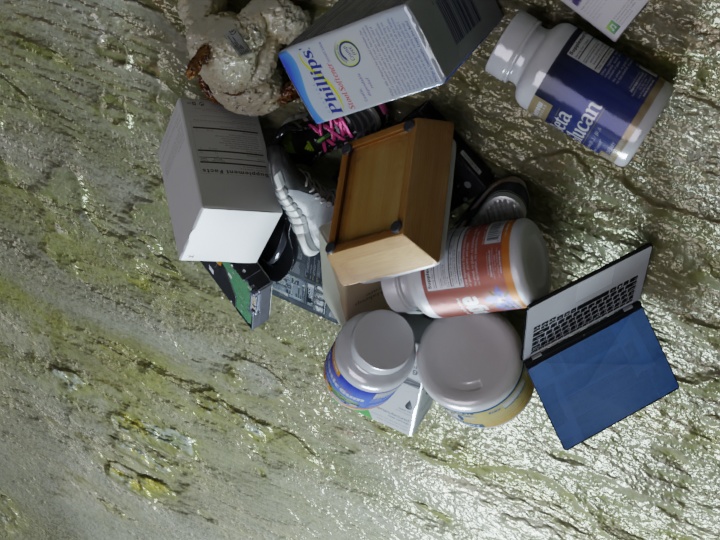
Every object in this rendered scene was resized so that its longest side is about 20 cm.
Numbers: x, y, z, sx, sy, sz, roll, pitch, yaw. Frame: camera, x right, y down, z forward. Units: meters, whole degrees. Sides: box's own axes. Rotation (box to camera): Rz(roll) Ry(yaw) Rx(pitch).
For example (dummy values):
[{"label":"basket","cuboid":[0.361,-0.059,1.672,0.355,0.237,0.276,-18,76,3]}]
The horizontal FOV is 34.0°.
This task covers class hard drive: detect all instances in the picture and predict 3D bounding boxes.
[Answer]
[{"label":"hard drive","cuboid":[0.069,-0.128,1.608,0.140,0.038,0.200,47,135,-8]},{"label":"hard drive","cuboid":[-0.206,-0.019,1.793,0.200,0.038,0.140,52,160,18]}]

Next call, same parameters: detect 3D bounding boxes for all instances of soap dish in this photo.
[{"label":"soap dish","cuboid":[0.037,-0.090,1.493,0.157,0.201,0.081,-14,147,40]}]

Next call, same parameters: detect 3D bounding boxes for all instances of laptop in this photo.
[{"label":"laptop","cuboid":[0.313,0.099,1.498,0.116,0.187,0.200,55,163,32]}]

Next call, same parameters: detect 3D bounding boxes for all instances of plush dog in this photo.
[{"label":"plush dog","cuboid":[-0.161,-0.274,1.582,0.199,0.161,0.172,11,153,26]}]

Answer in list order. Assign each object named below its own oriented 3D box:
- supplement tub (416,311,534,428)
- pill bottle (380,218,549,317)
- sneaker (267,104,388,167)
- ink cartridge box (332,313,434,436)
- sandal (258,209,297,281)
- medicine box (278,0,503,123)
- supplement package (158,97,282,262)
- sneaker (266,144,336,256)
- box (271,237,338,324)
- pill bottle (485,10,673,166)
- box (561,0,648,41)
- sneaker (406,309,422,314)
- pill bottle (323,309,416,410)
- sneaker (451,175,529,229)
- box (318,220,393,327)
[{"label":"supplement tub","cuboid":[0.165,0.140,1.632,0.144,0.145,0.200,18,169,20]},{"label":"pill bottle","cuboid":[0.131,0.001,1.501,0.199,0.112,0.112,-8,120,29]},{"label":"sneaker","cuboid":[-0.050,-0.185,1.603,0.200,0.087,0.074,-12,117,39]},{"label":"ink cartridge box","cuboid":[0.045,0.136,1.801,0.146,0.084,0.200,23,133,16]},{"label":"sandal","cuboid":[-0.127,-0.061,1.712,0.076,0.043,0.200,26,135,14]},{"label":"medicine box","cuboid":[0.037,-0.280,1.401,0.200,0.182,0.103,-12,117,39]},{"label":"supplement package","cuboid":[-0.200,-0.125,1.653,0.119,0.200,0.121,2,144,-26]},{"label":"sneaker","cuboid":[-0.052,-0.110,1.605,0.115,0.075,0.200,-17,140,4]},{"label":"box","cuboid":[-0.081,-0.030,1.775,0.157,0.051,0.200,22,134,16]},{"label":"pill bottle","cuboid":[0.250,-0.216,1.366,0.200,0.111,0.111,32,136,7]},{"label":"box","cuboid":[0.249,-0.368,1.300,0.200,0.036,0.144,37,136,0]},{"label":"sneaker","cuboid":[0.125,0.005,1.654,0.200,0.078,0.100,-8,115,35]},{"label":"pill bottle","cuboid":[0.014,0.120,1.614,0.112,0.112,0.200,35,160,4]},{"label":"sneaker","cuboid":[0.161,-0.046,1.576,0.078,0.079,0.200,38,128,-7]},{"label":"box","cuboid":[0.000,0.000,1.646,0.078,0.095,0.200,58,167,25]}]
